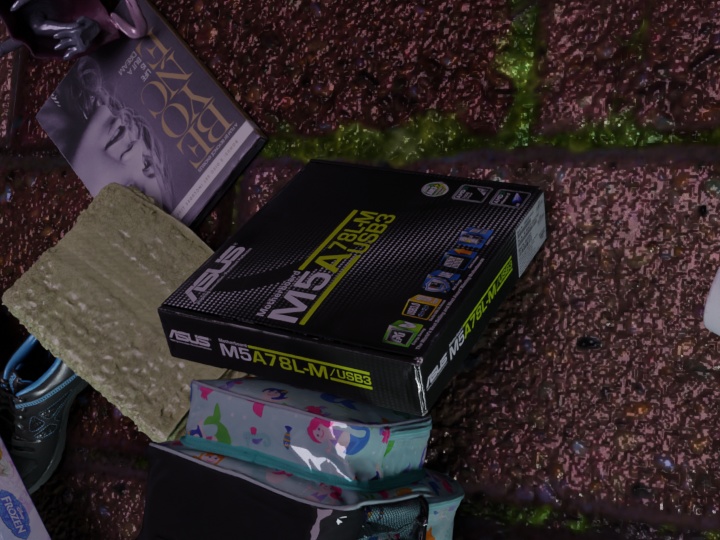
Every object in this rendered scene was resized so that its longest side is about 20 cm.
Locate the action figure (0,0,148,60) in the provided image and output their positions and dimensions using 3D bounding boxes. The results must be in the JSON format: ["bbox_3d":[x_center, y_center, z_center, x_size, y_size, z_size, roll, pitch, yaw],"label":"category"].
[{"bbox_3d":[-0.278,-0.258,0.997,0.147,0.135,0.200,-19,31,-9],"label":"action figure"}]

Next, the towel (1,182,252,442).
[{"bbox_3d":[-0.162,0.033,0.893,0.199,0.037,0.149,35,69,15],"label":"towel"}]

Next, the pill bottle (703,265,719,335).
[{"bbox_3d":[0.296,0.042,0.641,0.199,0.108,0.110,30,98,28],"label":"pill bottle"}]

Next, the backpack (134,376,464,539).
[{"bbox_3d":[-0.028,0.147,0.758,0.176,0.199,0.153,11,85,34],"label":"backpack"}]

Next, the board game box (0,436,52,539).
[{"bbox_3d":[-0.301,0.267,0.947,0.201,0.041,0.200,56,129,23],"label":"board game box"}]

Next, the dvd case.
[{"bbox_3d":[-0.181,-0.119,0.979,0.149,0.016,0.200,-48,65,15],"label":"dvd case"}]

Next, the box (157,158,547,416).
[{"bbox_3d":[0.000,0.000,0.773,0.191,0.200,0.048,12,130,28],"label":"box"}]

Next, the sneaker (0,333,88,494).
[{"bbox_3d":[-0.274,0.105,0.965,0.073,0.082,0.202,36,102,26],"label":"sneaker"}]
